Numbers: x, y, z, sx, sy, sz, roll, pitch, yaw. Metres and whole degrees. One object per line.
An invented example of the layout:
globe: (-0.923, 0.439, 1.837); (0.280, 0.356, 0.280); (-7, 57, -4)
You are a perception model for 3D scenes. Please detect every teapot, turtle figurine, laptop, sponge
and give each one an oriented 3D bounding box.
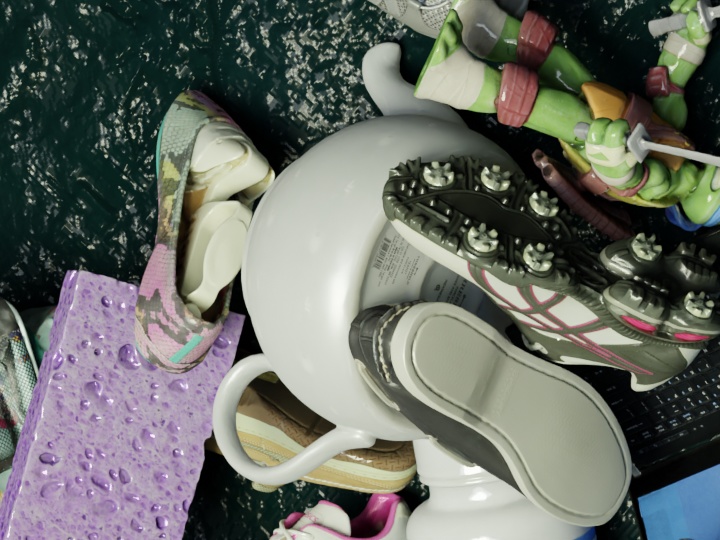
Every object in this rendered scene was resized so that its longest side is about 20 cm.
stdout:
teapot: (0.000, 0.000, 1.521); (0.146, 0.200, 0.198); (17, 127, 42)
turtle figurine: (0.141, -0.112, 1.429); (0.193, 0.200, 0.144); (25, 71, -1)
laptop: (0.201, 0.096, 1.473); (0.177, 0.103, 0.200); (-26, 118, 28)
sponge: (-0.148, 0.108, 1.569); (0.030, 0.111, 0.201); (8, 82, 65)

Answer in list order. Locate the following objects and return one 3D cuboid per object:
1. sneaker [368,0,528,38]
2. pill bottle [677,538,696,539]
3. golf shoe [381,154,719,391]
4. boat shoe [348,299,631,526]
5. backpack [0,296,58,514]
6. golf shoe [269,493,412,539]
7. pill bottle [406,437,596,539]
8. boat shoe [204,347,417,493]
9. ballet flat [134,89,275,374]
sneaker: (0.004, -0.185, 1.524); (0.199, 0.082, 0.075); (30, 113, 17)
pill bottle: (0.169, 0.255, 1.455); (0.113, 0.113, 0.201); (28, 100, 18)
golf shoe: (0.096, 0.008, 1.424); (0.199, 0.077, 0.088); (24, 133, -6)
boat shoe: (0.072, 0.078, 1.450); (0.060, 0.200, 0.074); (7, 69, 51)
backpack: (-0.222, 0.117, 1.647); (0.177, 0.150, 0.201); (167, 87, -72)
golf shoe: (-0.049, 0.186, 1.582); (0.075, 0.199, 0.092); (20, 116, 56)
pill bottle: (0.088, 0.185, 1.550); (0.112, 0.112, 0.201); (-9, 98, 27)
boat shoe: (-0.048, 0.103, 1.631); (0.199, 0.072, 0.076); (22, 123, 31)
ballet flat: (-0.088, -0.032, 1.559); (0.069, 0.201, 0.071); (32, 138, -29)
